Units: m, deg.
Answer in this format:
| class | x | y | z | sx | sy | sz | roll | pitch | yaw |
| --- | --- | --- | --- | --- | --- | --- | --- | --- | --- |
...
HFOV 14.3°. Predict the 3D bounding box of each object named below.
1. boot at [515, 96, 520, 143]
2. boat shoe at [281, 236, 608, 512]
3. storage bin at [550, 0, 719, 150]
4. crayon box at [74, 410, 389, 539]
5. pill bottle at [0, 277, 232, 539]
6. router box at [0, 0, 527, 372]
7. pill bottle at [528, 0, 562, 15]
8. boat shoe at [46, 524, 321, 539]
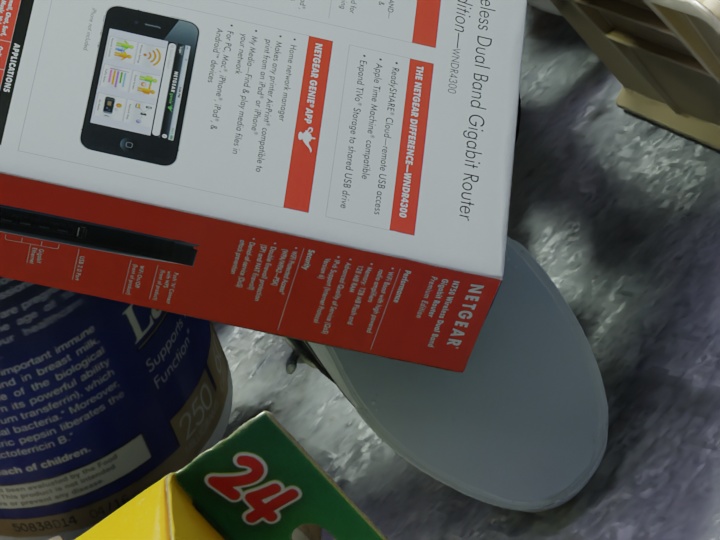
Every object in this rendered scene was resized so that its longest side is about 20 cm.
| class | x | y | z | sx | sy | sz | roll | pitch | yaw |
| --- | --- | --- | --- | --- | --- | --- | --- | --- | --- |
| boot | -0.046 | -0.083 | 1.005 | 0.174 | 0.069 | 0.200 | -25 | 50 | 5 |
| boat shoe | -0.002 | 0.002 | 0.893 | 0.074 | 0.199 | 0.068 | -51 | -13 | -6 |
| storage bin | 0.165 | -0.135 | 0.928 | 0.200 | 0.094 | 0.199 | -44 | 24 | -5 |
| crayon box | -0.065 | 0.142 | 0.779 | 0.200 | 0.127 | 0.051 | -36 | 26 | 14 |
| pill bottle | -0.123 | -0.010 | 0.951 | 0.115 | 0.200 | 0.116 | -11 | 42 | 10 |
| router box | -0.042 | -0.078 | 0.853 | 0.049 | 0.179 | 0.200 | 110 | 171 | -51 |
| pill bottle | 0.064 | -0.168 | 1.110 | 0.111 | 0.111 | 0.200 | -39 | 25 | 7 |
| boat shoe | -0.098 | 0.124 | 0.936 | 0.200 | 0.071 | 0.065 | -19 | 26 | 27 |
